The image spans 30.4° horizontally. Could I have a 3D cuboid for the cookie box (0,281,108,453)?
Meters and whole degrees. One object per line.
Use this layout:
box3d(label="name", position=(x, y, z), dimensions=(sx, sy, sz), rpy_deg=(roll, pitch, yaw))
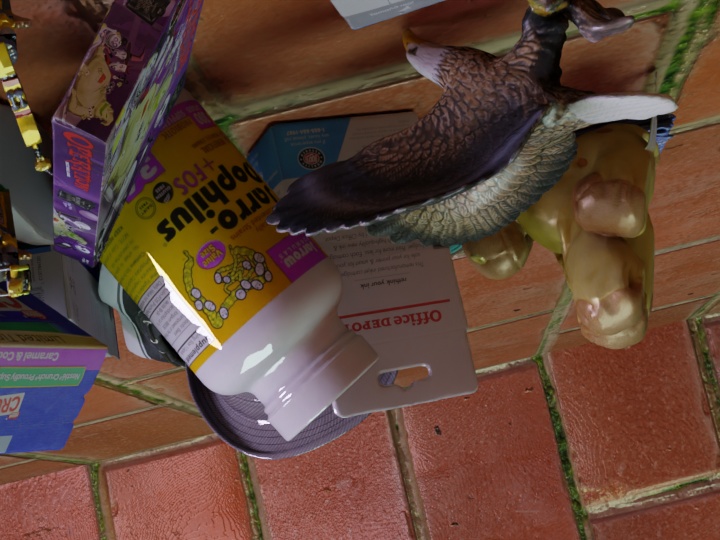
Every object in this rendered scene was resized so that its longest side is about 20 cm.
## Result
box3d(label="cookie box", position=(-0.274, 0.025, 0.757), dimensions=(0.199, 0.076, 0.171), rpy_deg=(32, -170, 25))

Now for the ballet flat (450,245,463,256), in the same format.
box3d(label="ballet flat", position=(0.057, -0.041, 1.194), dimensions=(0.065, 0.071, 0.199), rpy_deg=(-38, -172, -34))

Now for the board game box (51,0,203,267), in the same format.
box3d(label="board game box", position=(-0.108, -0.082, 0.624), dimensions=(0.032, 0.122, 0.200), rpy_deg=(21, 163, -7))

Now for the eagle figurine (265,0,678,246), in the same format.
box3d(label="eagle figurine", position=(0.059, -0.079, 0.741), dimensions=(0.151, 0.201, 0.151), rpy_deg=(28, -167, -24))

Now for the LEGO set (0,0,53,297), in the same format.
box3d(label="LEGO set", position=(-0.208, -0.032, 0.575), dimensions=(0.152, 0.117, 0.201), rpy_deg=(0, 137, -24))

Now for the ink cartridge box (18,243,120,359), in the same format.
box3d(label="ink cartridge box", position=(-0.215, 0.009, 0.974), dimensions=(0.039, 0.101, 0.200), rpy_deg=(-10, 168, -2))

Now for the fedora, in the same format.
box3d(label="fedora", position=(-0.064, 0.031, 0.993), dimensions=(0.175, 0.201, 0.091), rpy_deg=(-24, 134, 6))

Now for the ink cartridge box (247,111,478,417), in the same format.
box3d(label="ink cartridge box", position=(0.000, 0.000, 0.919), dimensions=(0.114, 0.203, 0.067), rpy_deg=(-7, 168, -24))

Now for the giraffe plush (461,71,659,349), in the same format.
box3d(label="giraffe plush", position=(0.135, -0.048, 0.986), dimensions=(0.160, 0.203, 0.173), rpy_deg=(3, 168, 16))

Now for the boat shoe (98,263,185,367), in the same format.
box3d(label="boat shoe", position=(-0.159, 0.020, 1.047), dimensions=(0.056, 0.069, 0.201), rpy_deg=(21, 157, 9))

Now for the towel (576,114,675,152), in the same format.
box3d(label="towel", position=(0.199, -0.090, 1.176), dimensions=(0.143, 0.024, 0.200), rpy_deg=(-13, 169, 4))

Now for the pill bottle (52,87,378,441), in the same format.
box3d(label="pill bottle", position=(-0.080, -0.002, 0.771), dimensions=(0.104, 0.200, 0.104), rpy_deg=(-41, 178, -2))

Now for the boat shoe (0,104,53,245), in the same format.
box3d(label="boat shoe", position=(-0.227, -0.054, 0.732), dimensions=(0.065, 0.073, 0.200), rpy_deg=(-9, 171, 16))

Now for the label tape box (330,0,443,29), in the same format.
box3d(label="label tape box", position=(0.032, -0.166, 0.485), dimensions=(0.141, 0.067, 0.200), rpy_deg=(-15, 170, 11))
